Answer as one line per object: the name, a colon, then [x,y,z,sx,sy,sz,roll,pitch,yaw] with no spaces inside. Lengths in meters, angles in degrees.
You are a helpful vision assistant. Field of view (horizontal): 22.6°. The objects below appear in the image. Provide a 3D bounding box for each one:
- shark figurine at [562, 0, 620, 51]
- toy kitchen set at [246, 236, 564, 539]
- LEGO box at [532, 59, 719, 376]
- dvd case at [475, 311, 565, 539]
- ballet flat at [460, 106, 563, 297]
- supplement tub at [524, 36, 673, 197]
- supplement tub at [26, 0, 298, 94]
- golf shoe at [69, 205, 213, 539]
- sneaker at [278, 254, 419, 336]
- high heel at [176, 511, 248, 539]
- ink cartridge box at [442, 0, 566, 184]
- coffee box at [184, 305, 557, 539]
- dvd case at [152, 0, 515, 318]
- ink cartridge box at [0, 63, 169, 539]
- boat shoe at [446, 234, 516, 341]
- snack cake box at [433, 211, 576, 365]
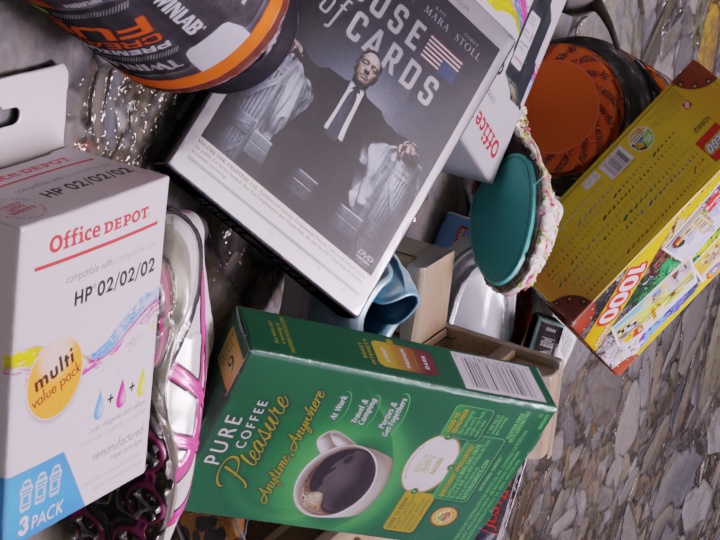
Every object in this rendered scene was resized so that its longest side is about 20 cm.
shark figurine: [0.143,-0.241,1.301,0.215,0.089,0.129,85,-2,-53]
toy kitchen set: [0.015,0.104,1.131,0.180,0.162,0.201,-31,132,-55]
LEGO box: [0.216,-0.035,1.320,0.200,0.077,0.149,-46,153,3]
dvd case: [0.106,0.129,1.291,0.146,0.022,0.201,-23,129,-86]
ballet flat: [0.105,-0.060,1.222,0.064,0.076,0.201,25,40,-35]
supplement tub: [0.182,-0.112,1.397,0.200,0.122,0.123,6,99,-65]
supplement tub: [-0.097,-0.146,0.815,0.200,0.106,0.107,36,73,-63]
golf shoe: [-0.108,0.064,0.959,0.092,0.072,0.201,-28,129,-58]
sneaker: [0.000,0.000,1.094,0.074,0.081,0.201,53,40,-65]
high heel: [-0.050,0.159,1.052,0.201,0.142,0.072,-61,153,-25]
ink cartridge box: [0.067,-0.177,1.164,0.201,0.082,0.146,-68,155,-13]
coffee box: [-0.002,0.092,1.020,0.199,0.044,0.123,11,125,-26]
dvd case: [-0.010,-0.097,1.018,0.150,0.025,0.201,39,71,-27]
ink cartridge box: [-0.151,0.014,0.843,0.115,0.068,0.201,-28,129,-57]
boat shoe: [0.076,0.078,1.239,0.070,0.072,0.202,3,108,-23]
snack cake box: [0.099,0.055,1.390,0.115,0.067,0.200,-64,153,-16]
